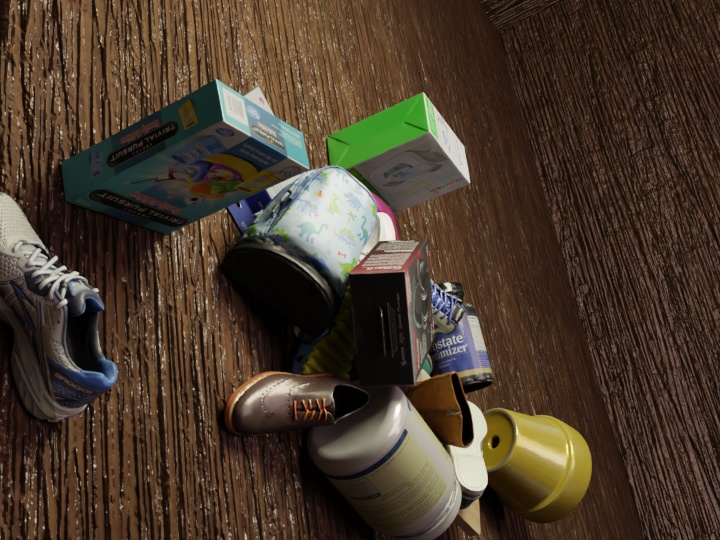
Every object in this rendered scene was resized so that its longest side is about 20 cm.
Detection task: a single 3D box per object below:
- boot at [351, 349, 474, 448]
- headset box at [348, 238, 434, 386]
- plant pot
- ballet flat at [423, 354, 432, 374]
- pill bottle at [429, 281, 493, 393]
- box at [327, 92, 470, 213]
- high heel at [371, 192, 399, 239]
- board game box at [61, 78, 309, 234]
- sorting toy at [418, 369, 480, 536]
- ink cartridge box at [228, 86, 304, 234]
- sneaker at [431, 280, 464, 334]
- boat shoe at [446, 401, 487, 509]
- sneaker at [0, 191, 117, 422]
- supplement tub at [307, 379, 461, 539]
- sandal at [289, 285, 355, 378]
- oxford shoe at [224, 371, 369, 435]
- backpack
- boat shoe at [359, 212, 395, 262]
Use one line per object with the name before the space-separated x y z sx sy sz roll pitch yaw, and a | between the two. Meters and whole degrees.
boot | 0.068 0.162 1.145 0.068 0.200 0.190 -10 86 -31
headset box | 0.044 0.053 1.044 0.200 0.077 0.150 -49 134 -71
plant pot | 0.309 0.360 1.531 0.188 0.200 0.202 32 40 -32
ballet flat | 0.056 0.104 1.350 0.201 0.067 0.064 59 -2 -24
pill bottle | 0.175 0.129 1.508 0.112 0.111 0.202 21 51 -60
box | 0.070 -0.201 1.437 0.176 0.199 0.097 41 36 -49
high heel | 0.041 -0.047 1.407 0.200 0.067 0.096 57 15 -35
board game box | -0.176 -0.106 0.815 0.151 0.199 0.047 21 52 -60
sorting toy | 0.118 0.302 1.291 0.200 0.069 0.200 51 29 -38
ink cartridge box | -0.142 -0.142 1.124 0.197 0.043 0.200 62 23 -18
sneaker | 0.120 0.046 1.363 0.200 0.114 0.081 76 31 -54
boat shoe | 0.160 0.287 1.260 0.201 0.072 0.062 -86 -170 -56
sneaker | -0.260 0.021 0.671 0.201 0.085 0.077 67 23 -4
supplement tub | 0.037 0.256 1.054 0.200 0.144 0.146 55 27 -30
sandal | -0.050 0.094 1.084 0.080 0.087 0.201 59 45 -35
oxford shoe | -0.071 0.155 0.944 0.199 0.072 0.072 -7 97 -48
backpack | -0.063 -0.044 1.049 0.163 0.154 0.200 39 33 -10
boat shoe | 0.000 0.000 1.181 0.069 0.070 0.202 25 68 -41
